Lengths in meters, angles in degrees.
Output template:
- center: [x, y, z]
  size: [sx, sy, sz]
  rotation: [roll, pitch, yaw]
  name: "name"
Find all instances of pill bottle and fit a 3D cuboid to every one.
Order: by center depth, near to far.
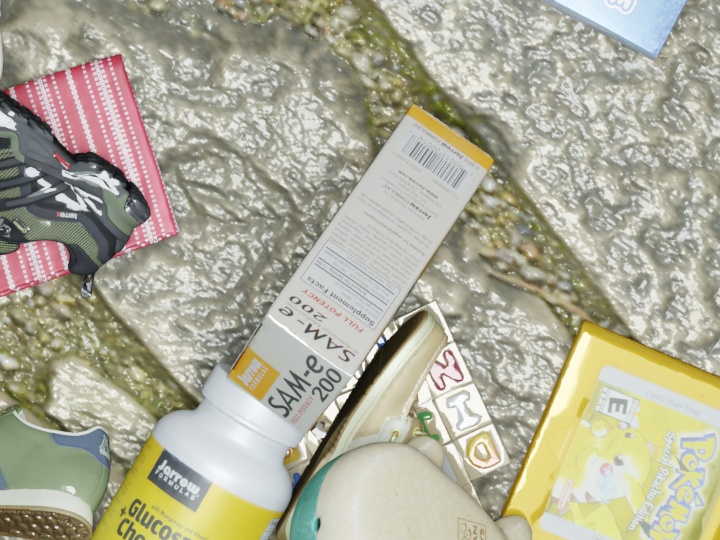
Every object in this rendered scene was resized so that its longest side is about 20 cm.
- center: [-0.118, 0.172, 1.470]
  size: [0.112, 0.112, 0.200]
  rotation: [30, 93, 0]
  name: "pill bottle"

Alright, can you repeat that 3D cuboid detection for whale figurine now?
- center: [0.035, 0.196, 1.426]
  size: [0.104, 0.200, 0.160]
  rotation: [-23, 61, 42]
  name: "whale figurine"

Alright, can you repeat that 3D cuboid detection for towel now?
- center: [-0.248, -0.062, 1.510]
  size: [0.199, 0.022, 0.145]
  rotation: [-19, 90, 1]
  name: "towel"

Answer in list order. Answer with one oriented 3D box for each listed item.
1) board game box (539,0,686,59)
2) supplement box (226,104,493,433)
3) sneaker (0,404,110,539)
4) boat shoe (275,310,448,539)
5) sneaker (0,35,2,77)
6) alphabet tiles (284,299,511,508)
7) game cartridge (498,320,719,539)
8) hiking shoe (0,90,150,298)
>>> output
- center: [0.172, -0.286, 1.476]
  size: [0.198, 0.043, 0.201]
  rotation: [27, 93, -1]
  name: "board game box"
- center: [0.000, 0.000, 1.413]
  size: [0.073, 0.126, 0.200]
  rotation: [35, 63, 0]
  name: "supplement box"
- center: [-0.272, 0.140, 1.503]
  size: [0.199, 0.067, 0.090]
  rotation: [7, 55, 19]
  name: "sneaker"
- center: [0.013, 0.123, 1.482]
  size: [0.066, 0.074, 0.200]
  rotation: [31, 104, -5]
  name: "boat shoe"
- center: [-0.356, -0.153, 1.488]
  size: [0.199, 0.075, 0.081]
  rotation: [-9, 101, 3]
  name: "sneaker"
- center: [0.009, 0.118, 1.516]
  size: [0.166, 0.006, 0.201]
  rotation: [-25, 92, 2]
  name: "alphabet tiles"
- center: [0.220, 0.155, 1.499]
  size: [0.199, 0.032, 0.177]
  rotation: [22, 93, 2]
  name: "game cartridge"
- center: [-0.252, -0.064, 1.455]
  size: [0.200, 0.076, 0.101]
  rotation: [34, 94, -8]
  name: "hiking shoe"
